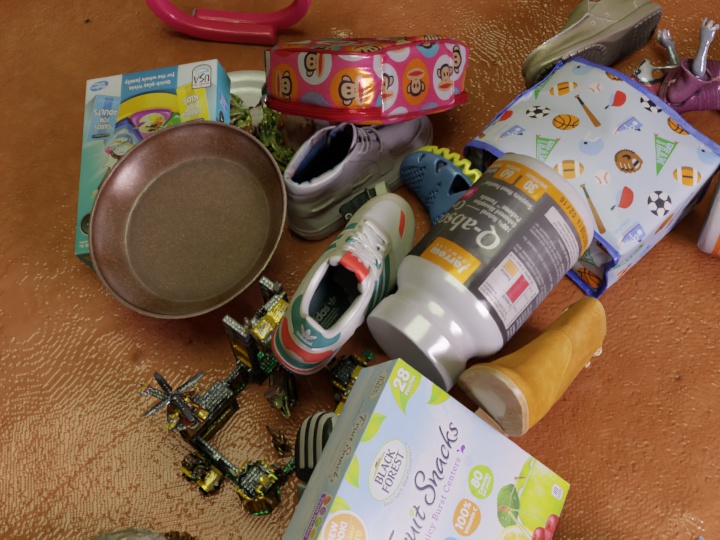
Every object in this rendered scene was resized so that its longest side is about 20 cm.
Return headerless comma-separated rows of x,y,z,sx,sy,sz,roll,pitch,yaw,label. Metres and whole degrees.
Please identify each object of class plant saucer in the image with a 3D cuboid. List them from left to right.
-0.161,-0.045,0.980,0.197,0.037,0.203,-4,69,11,plant saucer

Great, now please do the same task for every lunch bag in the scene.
-0.003,-0.204,1.061,0.175,0.083,0.199,16,22,41,lunch bag
0.224,-0.103,1.023,0.170,0.124,0.200,-40,72,-18,lunch bag

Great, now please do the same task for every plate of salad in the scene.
-0.131,-0.147,1.114,0.197,0.048,0.202,-2,59,3,plate of salad

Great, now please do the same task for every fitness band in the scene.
-0.152,-0.323,1.165,0.197,0.144,0.038,5,57,6,fitness band

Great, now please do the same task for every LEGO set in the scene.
-0.085,0.105,0.916,0.199,0.116,0.154,-39,64,-19,LEGO set

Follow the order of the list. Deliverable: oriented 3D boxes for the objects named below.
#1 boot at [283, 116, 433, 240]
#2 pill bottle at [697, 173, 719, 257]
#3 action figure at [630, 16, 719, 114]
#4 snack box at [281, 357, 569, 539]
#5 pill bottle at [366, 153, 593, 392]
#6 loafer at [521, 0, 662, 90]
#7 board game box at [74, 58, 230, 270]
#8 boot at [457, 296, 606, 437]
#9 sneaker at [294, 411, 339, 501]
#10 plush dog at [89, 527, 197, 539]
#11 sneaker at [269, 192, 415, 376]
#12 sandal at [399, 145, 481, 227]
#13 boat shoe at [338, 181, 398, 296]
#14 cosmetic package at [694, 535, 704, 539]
0.002,-0.120,1.061,0.073,0.096,0.200,37,67,23,boot
0.435,-0.042,0.976,0.198,0.115,0.115,20,61,15,pill bottle
0.377,-0.195,1.103,0.197,0.134,0.151,-7,100,14,action figure
0.056,0.197,0.823,0.199,0.067,0.170,36,61,-18,snack box
0.104,0.003,0.902,0.116,0.117,0.200,36,71,23,pill bottle
0.248,-0.255,1.145,0.199,0.076,0.068,-30,59,-25,loafer
-0.212,-0.110,1.062,0.149,0.047,0.203,-7,68,11,board game box
0.154,0.073,0.872,0.071,0.202,0.144,42,79,16,boot
0.002,0.223,0.868,0.114,0.075,0.203,8,83,-37,sneaker
-0.199,0.279,0.817,0.197,0.162,0.172,-9,32,-4,plush dog
-0.001,0.000,0.891,0.070,0.093,0.200,38,61,-1,sneaker
0.103,-0.045,1.023,0.087,0.080,0.200,-38,62,-14,sandal
0.017,0.011,0.996,0.065,0.075,0.202,-16,69,10,boat shoe
0.202,0.301,0.787,0.199,0.107,0.090,-30,62,-16,cosmetic package
